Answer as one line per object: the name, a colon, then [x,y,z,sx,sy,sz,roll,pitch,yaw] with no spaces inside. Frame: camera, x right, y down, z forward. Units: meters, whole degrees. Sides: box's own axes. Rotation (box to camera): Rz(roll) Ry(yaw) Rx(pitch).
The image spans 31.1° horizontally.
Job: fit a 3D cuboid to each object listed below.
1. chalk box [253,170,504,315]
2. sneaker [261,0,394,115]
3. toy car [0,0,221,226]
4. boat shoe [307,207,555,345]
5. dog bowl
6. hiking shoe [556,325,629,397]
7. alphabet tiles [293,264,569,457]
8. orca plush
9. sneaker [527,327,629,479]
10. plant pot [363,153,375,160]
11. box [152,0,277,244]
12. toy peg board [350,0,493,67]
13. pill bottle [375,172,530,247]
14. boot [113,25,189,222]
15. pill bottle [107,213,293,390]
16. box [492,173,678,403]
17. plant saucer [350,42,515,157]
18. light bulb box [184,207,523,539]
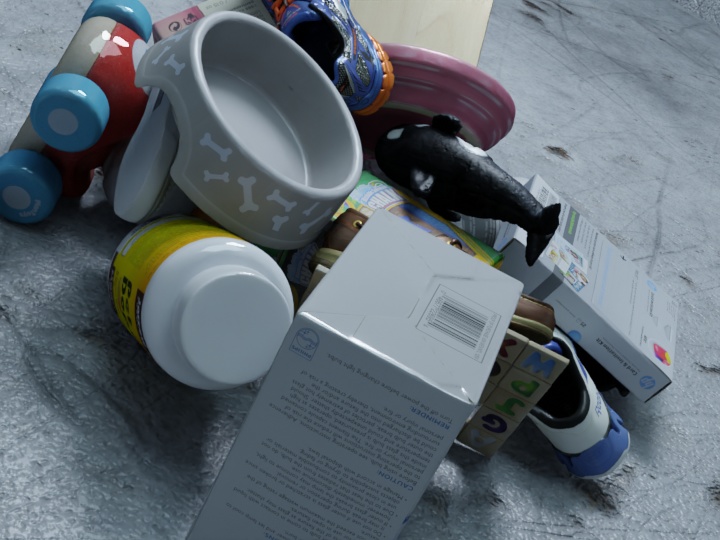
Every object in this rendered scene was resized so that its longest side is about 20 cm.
chalk box: [0.000,0.000,1.141,0.200,0.124,0.124,34,28,15]
sneaker: [-0.045,-0.228,1.150,0.200,0.075,0.078,53,23,19]
toy car: [-0.195,-0.111,1.151,0.200,0.177,0.184,31,35,-16]
boat shoe: [0.060,0.003,1.008,0.200,0.068,0.072,19,-16,15]
dog bowl: [-0.079,-0.116,1.014,0.200,0.059,0.200,34,37,-30]
hiking shoe: [0.171,0.051,1.244,0.200,0.074,0.087,21,26,-7]
alphabet tiles: [0.043,0.067,1.018,0.200,0.167,0.008,26,54,0]
orca plush: [0.076,-0.066,1.148,0.071,0.105,0.200,-29,61,-36]
sneaker: [0.153,0.079,1.120,0.199,0.081,0.115,54,1,44]
plant pot: [-0.026,-0.197,1.421,0.200,0.200,0.179,33,43,16]
box: [-0.102,-0.144,1.215,0.109,0.128,0.200,-25,63,-14]
toy peg board: [0.030,-0.258,1.333,0.199,0.098,0.200,14,64,3]
pill bottle: [0.098,-0.047,1.318,0.200,0.114,0.114,-5,39,-45]
boot: [-0.130,-0.106,1.060,0.096,0.074,0.200,32,52,-26]
pill bottle: [-0.116,0.023,0.949,0.109,0.109,0.200,13,4,-22]
box: [0.218,0.013,1.237,0.200,0.041,0.156,40,30,-7]
plant saucer: [0.047,-0.151,1.247,0.200,0.051,0.201,11,-17,3]
light bulb box: [0.000,0.095,0.885,0.125,0.200,0.198,29,27,4]
